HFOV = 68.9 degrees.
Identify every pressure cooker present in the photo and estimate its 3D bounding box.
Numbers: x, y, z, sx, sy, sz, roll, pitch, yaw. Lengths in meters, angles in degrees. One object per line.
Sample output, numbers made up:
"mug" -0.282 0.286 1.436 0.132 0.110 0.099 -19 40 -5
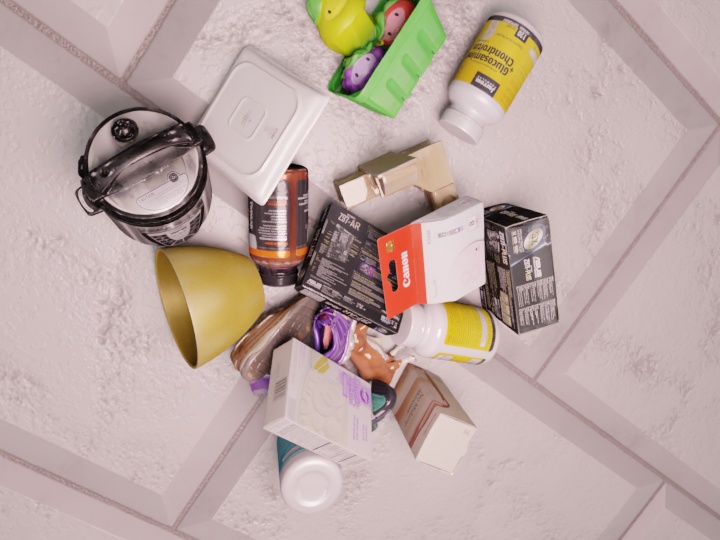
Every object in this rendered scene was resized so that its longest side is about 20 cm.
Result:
"pressure cooker" -0.314 -0.139 0.784 0.175 0.200 0.180 15 76 -10

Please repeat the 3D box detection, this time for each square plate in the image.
"square plate" -0.173 -0.240 0.839 0.197 0.028 0.202 36 96 22

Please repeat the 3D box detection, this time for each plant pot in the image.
"plant pot" -0.245 0.045 0.887 0.140 0.198 0.205 -17 108 -31

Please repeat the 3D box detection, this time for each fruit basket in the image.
"fruit basket" 0.010 -0.381 0.852 0.211 0.155 0.220 -12 118 -23

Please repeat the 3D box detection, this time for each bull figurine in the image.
"bull figurine" 0.032 0.170 1.029 0.121 0.065 0.202 -37 110 -4

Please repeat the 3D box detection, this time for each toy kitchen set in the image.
"toy kitchen set" 0.081 -0.107 0.917 0.196 0.163 0.184 -23 108 -5

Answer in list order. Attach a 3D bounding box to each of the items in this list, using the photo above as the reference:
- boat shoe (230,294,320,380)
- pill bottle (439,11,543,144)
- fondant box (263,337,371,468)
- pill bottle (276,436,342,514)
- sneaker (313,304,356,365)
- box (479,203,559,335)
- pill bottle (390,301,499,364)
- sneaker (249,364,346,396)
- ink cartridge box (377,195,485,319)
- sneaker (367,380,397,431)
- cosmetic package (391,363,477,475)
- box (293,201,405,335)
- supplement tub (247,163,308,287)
"boat shoe" -0.154 0.104 0.946 0.200 0.071 0.077 -43 140 -29
"pill bottle" 0.223 -0.330 0.919 0.111 0.112 0.203 29 96 -17
"fondant box" -0.065 0.225 0.885 0.058 0.146 0.199 -30 129 29
"pill bottle" -0.099 0.338 0.971 0.108 0.200 0.114 -3 106 -11
"sneaker" -0.043 0.073 0.951 0.079 0.083 0.205 3 82 30
"box" 0.284 -0.010 0.986 0.084 0.164 0.205 -14 106 -7
"pill bottle" 0.158 0.113 0.999 0.196 0.111 0.114 12 102 -27
"sneaker" -0.125 0.204 1.001 0.195 0.081 0.091 4 108 -7
"ink cartridge box" 0.128 -0.014 0.894 0.198 0.057 0.166 -29 126 -28
"sneaker" 0.020 0.271 1.015 0.086 0.076 0.199 26 141 -27
"cosmetic package" 0.130 0.276 1.004 0.086 0.200 0.105 25 98 -18
"box" 0.000 0.000 0.926 0.197 0.043 0.163 27 68 -21
"supplement tub" -0.142 -0.078 0.905 0.104 0.107 0.205 -1 105 -12
